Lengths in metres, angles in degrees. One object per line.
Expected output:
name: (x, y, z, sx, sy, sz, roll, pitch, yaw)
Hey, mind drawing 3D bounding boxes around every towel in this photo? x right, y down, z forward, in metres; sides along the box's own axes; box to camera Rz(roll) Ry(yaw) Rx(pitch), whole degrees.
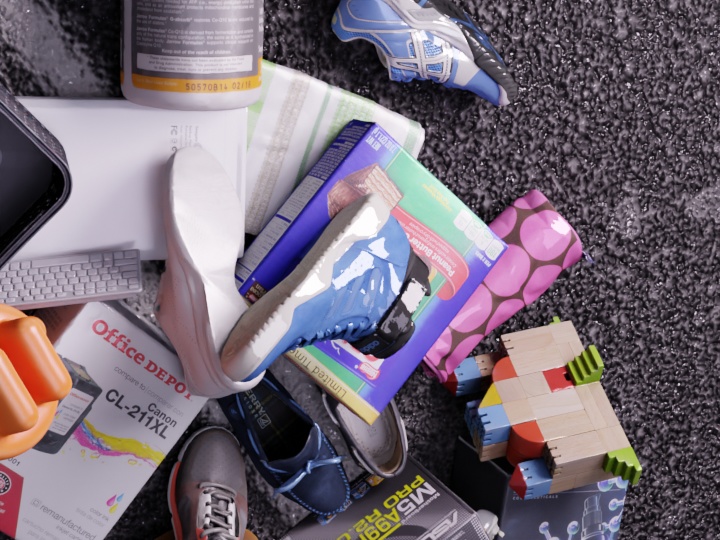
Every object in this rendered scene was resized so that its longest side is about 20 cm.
towel: (-0.051, -0.093, 1.171, 0.198, 0.031, 0.151, 19, 94, -27)

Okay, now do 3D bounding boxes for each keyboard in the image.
keyboard: (-0.273, 0.010, 1.046, 0.197, 0.057, 0.011, -6, 134, -8)

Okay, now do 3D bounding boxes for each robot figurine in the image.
robot figurine: (-0.306, 0.089, 0.984, 0.116, 0.198, 0.146, 29, 58, -43)

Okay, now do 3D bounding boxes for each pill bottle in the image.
pill bottle: (-0.131, -0.232, 1.036, 0.115, 0.116, 0.203, -4, 107, -25)

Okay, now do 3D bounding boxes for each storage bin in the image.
storage bin: (-0.324, -0.095, 0.979, 0.135, 0.094, 0.200, -45, 113, -1)

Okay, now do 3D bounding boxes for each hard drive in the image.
hard drive: (-0.193, -0.075, 1.088, 0.197, 0.027, 0.134, -2, 105, -18)

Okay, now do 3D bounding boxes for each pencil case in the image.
pencil case: (0.121, 0.020, 1.254, 0.199, 0.091, 0.094, -38, 153, -9)

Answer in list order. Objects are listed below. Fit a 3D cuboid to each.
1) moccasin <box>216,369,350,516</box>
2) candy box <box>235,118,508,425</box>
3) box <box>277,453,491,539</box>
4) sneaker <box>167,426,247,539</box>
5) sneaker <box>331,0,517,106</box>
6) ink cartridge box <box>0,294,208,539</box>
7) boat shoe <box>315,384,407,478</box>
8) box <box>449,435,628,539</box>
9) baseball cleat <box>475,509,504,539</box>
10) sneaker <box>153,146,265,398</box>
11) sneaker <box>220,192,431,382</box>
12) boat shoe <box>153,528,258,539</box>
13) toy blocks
moccasin: (-0.072, 0.161, 1.207, 0.080, 0.068, 0.200, -45, 119, -8)
candy box: (0.000, 0.000, 1.146, 0.169, 0.077, 0.201, 40, 86, -17)
box: (0.002, 0.265, 1.221, 0.199, 0.160, 0.045, -36, 116, -11)
sneaker: (-0.125, 0.229, 1.152, 0.076, 0.082, 0.203, 15, 63, -24)
sneaker: (0.058, -0.201, 1.174, 0.199, 0.076, 0.077, 31, 112, -29)
ink cartridge box: (-0.240, 0.124, 1.107, 0.145, 0.083, 0.201, 39, 86, -29)
boat shoe: (-0.009, 0.106, 1.226, 0.073, 0.060, 0.202, -25, 114, -15)
box: (0.169, 0.277, 1.337, 0.146, 0.107, 0.203, 2, 103, -25)
baseball cleat: (0.044, 0.285, 1.266, 0.106, 0.070, 0.201, 41, 107, 10)
sneaker: (-0.139, 0.004, 1.069, 0.075, 0.088, 0.203, -2, 78, -44)
sneaker: (-0.016, 0.041, 1.047, 0.112, 0.076, 0.200, 50, 55, -14)
boat shoe: (-0.185, 0.282, 1.193, 0.198, 0.071, 0.071, -8, 145, -31)
toy blocks: (0.161, 0.134, 1.254, 0.135, 0.202, 0.101, -11, 141, -12)
